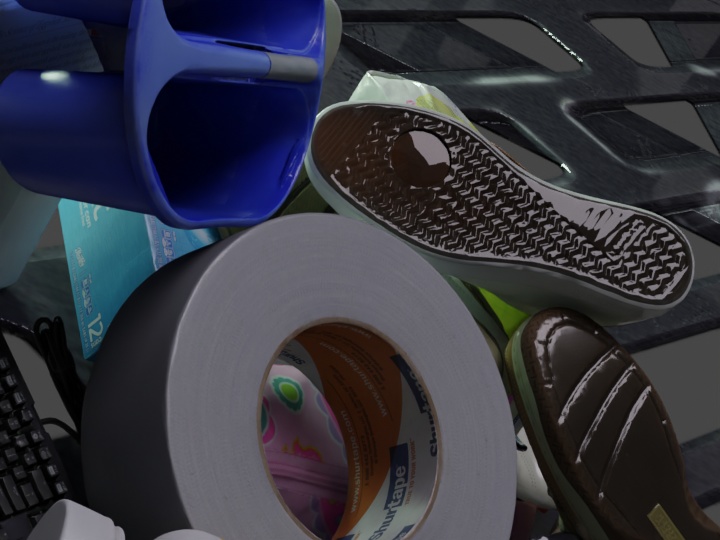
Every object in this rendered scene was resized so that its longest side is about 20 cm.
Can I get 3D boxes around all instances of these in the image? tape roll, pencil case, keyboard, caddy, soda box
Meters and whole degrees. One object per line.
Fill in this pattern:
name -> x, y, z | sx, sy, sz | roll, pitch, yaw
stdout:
tape roll -> -0.024, 0.079, 1.067 | 0.200, 0.066, 0.201 | 15, 67, -39
pencil case -> -0.010, 0.097, 1.172 | 0.199, 0.088, 0.088 | 17, 28, -37
keyboard -> -0.145, 0.066, 1.032 | 0.127, 0.021, 0.201 | -15, 79, -61
caddy -> -0.072, -0.091, 1.037 | 0.104, 0.142, 0.200 | 7, 5, 20
soda box -> -0.115, -0.050, 1.256 | 0.064, 0.068, 0.201 | 12, 53, -41

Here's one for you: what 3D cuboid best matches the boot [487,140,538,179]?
boot -> 0.068, -0.047, 1.492 | 0.199, 0.074, 0.154 | 3, -4, -33

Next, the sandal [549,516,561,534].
sandal -> 0.128, 0.164, 1.262 | 0.080, 0.054, 0.200 | 33, 28, -2

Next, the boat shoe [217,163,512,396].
boat shoe -> 0.000, 0.000, 1.216 | 0.200, 0.075, 0.068 | 48, 17, 17

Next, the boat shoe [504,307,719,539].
boat shoe -> 0.120, 0.112, 1.186 | 0.072, 0.076, 0.201 | -33, 98, -31

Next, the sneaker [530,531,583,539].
sneaker -> 0.114, 0.190, 1.140 | 0.199, 0.076, 0.114 | 25, 40, -14

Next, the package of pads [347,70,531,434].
package of pads -> 0.033, 0.004, 1.326 | 0.068, 0.155, 0.200 | 9, 33, -46

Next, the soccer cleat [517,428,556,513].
soccer cleat -> 0.096, 0.063, 1.395 | 0.069, 0.078, 0.200 | 27, 24, -16

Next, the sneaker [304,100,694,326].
sneaker -> 0.057, -0.017, 1.182 | 0.199, 0.073, 0.085 | 24, -21, -10

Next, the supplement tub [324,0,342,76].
supplement tub -> -0.118, -0.185, 1.514 | 0.140, 0.141, 0.200 | 1, 39, -53

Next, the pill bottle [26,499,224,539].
pill bottle -> -0.047, 0.171, 0.938 | 0.199, 0.113, 0.113 | 29, 23, -13

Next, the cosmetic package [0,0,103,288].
cosmetic package -> -0.207, -0.086, 1.117 | 0.123, 0.200, 0.199 | 38, 22, 10
